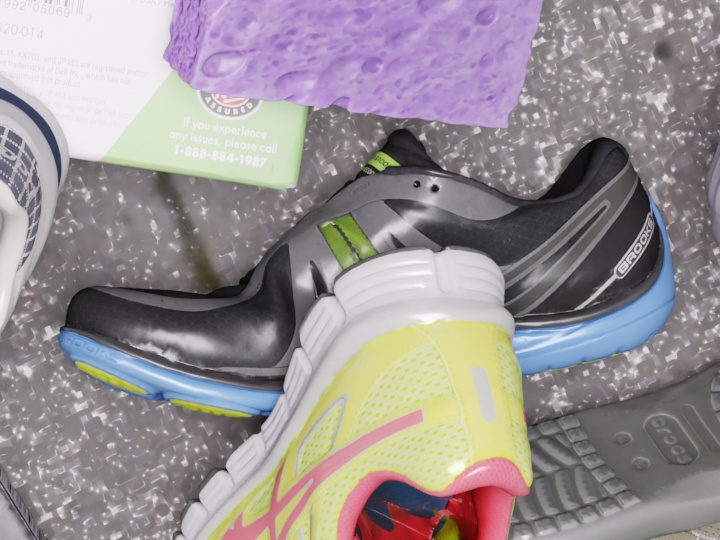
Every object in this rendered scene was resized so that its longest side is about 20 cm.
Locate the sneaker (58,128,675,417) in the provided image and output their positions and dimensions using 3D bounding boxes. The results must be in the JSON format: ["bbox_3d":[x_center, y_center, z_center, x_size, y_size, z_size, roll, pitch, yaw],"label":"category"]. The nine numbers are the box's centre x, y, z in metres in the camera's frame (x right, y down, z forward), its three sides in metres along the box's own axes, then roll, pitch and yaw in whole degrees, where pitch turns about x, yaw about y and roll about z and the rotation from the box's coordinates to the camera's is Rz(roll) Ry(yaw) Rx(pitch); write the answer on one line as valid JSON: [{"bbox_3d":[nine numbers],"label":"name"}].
[{"bbox_3d":[0.000,0.000,0.912,0.198,0.071,0.083,-11,93,-13],"label":"sneaker"}]

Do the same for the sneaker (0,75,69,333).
[{"bbox_3d":[-0.150,0.037,0.841,0.076,0.081,0.201,23,106,-15],"label":"sneaker"}]

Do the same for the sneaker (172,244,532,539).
[{"bbox_3d":[-0.001,0.088,0.867,0.078,0.091,0.201,-3,139,-23],"label":"sneaker"}]

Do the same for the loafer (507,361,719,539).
[{"bbox_3d":[0.121,0.074,0.940,0.199,0.075,0.070,-11,128,-8],"label":"loafer"}]

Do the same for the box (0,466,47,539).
[{"bbox_3d":[-0.214,0.087,0.904,0.199,0.036,0.143,-32,98,-2],"label":"box"}]

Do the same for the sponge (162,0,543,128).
[{"bbox_3d":[0.016,-0.143,0.831,0.111,0.030,0.201,3,110,-30],"label":"sponge"}]

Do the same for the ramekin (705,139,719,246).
[{"bbox_3d":[0.197,-0.013,0.876,0.202,0.202,0.095,27,102,-9],"label":"ramekin"}]

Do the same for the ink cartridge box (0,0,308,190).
[{"bbox_3d":[-0.063,-0.133,0.889,0.116,0.067,0.201,9,94,-7],"label":"ink cartridge box"}]
